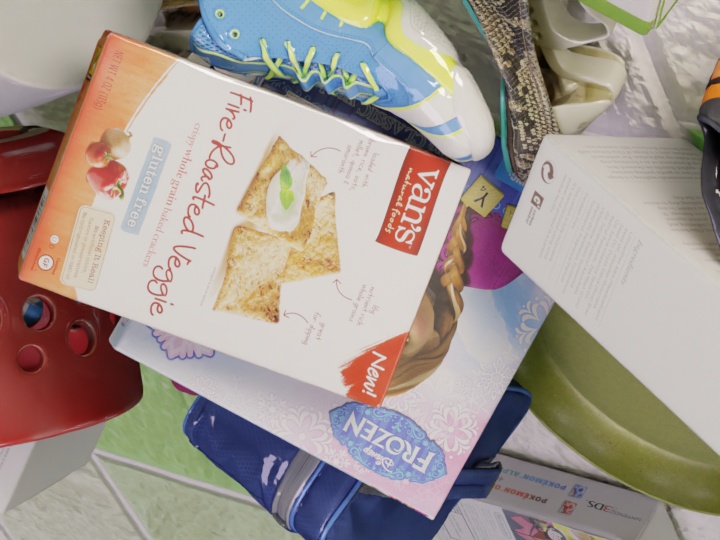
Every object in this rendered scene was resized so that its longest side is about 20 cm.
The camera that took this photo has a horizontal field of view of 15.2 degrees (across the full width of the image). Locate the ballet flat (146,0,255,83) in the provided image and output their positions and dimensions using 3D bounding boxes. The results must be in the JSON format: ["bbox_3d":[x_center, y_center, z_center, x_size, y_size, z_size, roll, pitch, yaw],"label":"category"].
[{"bbox_3d":[-0.074,-0.129,1.499,0.200,0.071,0.071,5,140,45],"label":"ballet flat"}]

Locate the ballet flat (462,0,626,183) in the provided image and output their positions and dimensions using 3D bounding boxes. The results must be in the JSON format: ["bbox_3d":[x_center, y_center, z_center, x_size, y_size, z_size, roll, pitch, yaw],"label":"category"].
[{"bbox_3d":[0.093,-0.115,1.341,0.075,0.068,0.200,0,139,18],"label":"ballet flat"}]

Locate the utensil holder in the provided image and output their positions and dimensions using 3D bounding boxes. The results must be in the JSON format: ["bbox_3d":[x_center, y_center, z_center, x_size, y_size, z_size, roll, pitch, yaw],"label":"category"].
[{"bbox_3d":[-0.228,-0.162,1.512,0.170,0.170,0.200,48,150,-23],"label":"utensil holder"}]

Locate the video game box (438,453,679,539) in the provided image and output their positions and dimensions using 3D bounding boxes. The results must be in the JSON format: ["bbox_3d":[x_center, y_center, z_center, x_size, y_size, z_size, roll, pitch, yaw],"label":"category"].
[{"bbox_3d":[0.144,0.205,1.807,0.182,0.047,0.200,16,148,37],"label":"video game box"}]

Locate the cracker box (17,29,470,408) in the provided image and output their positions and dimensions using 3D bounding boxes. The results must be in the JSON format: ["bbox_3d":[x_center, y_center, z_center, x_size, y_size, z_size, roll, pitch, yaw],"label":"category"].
[{"bbox_3d":[-0.060,-0.027,1.379,0.200,0.134,0.058,20,-176,-11],"label":"cracker box"}]

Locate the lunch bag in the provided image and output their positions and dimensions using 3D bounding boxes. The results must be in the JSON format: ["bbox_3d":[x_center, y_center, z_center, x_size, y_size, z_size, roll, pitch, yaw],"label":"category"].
[{"bbox_3d":[0.010,0.092,1.583,0.132,0.136,0.200,42,-165,23],"label":"lunch bag"}]

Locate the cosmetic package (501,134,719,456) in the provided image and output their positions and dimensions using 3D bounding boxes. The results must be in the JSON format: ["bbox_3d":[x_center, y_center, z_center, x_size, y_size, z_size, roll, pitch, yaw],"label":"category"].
[{"bbox_3d":[0.170,0.012,1.309,0.200,0.101,0.071,46,125,43],"label":"cosmetic package"}]

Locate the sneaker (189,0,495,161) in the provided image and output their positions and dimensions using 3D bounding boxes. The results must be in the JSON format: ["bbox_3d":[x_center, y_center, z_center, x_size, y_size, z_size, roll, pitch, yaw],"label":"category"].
[{"bbox_3d":[-0.023,-0.115,1.372,0.200,0.105,0.076,51,177,12],"label":"sneaker"}]

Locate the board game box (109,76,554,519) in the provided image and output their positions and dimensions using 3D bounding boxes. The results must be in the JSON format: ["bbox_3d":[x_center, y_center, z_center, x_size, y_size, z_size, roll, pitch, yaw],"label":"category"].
[{"bbox_3d":[0.000,0.000,1.442,0.200,0.200,0.041,28,-179,-11],"label":"board game box"}]

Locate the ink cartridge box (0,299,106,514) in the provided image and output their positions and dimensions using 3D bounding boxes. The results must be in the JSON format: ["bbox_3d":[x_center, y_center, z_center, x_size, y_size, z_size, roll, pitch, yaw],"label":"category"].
[{"bbox_3d":[-0.271,0.043,1.859,0.200,0.145,0.147,30,108,11],"label":"ink cartridge box"}]

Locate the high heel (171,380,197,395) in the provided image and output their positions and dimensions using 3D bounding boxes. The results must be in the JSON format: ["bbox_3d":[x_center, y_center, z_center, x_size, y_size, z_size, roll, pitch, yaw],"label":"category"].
[{"bbox_3d":[-0.108,0.015,1.758,0.096,0.067,0.200,29,149,-10],"label":"high heel"}]

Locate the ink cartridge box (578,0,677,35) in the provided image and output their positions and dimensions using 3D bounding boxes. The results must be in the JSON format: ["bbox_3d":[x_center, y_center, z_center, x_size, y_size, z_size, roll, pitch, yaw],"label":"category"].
[{"bbox_3d":[0.094,-0.214,1.158,0.148,0.076,0.200,30,151,13],"label":"ink cartridge box"}]

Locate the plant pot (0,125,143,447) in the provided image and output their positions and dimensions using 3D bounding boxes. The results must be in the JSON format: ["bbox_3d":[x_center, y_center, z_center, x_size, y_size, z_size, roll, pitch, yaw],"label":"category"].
[{"bbox_3d":[-0.243,0.009,1.659,0.200,0.200,0.183,3,104,47],"label":"plant pot"}]

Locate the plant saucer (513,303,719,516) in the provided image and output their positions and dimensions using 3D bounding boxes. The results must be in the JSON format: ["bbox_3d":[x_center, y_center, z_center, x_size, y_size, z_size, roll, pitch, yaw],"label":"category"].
[{"bbox_3d":[0.170,0.068,1.573,0.200,0.031,0.200,28,152,17],"label":"plant saucer"}]

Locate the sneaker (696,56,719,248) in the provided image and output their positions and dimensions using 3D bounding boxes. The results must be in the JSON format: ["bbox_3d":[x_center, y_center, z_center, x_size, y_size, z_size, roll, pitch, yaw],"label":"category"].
[{"bbox_3d":[0.230,-0.022,1.263,0.200,0.112,0.078,41,149,-10],"label":"sneaker"}]
